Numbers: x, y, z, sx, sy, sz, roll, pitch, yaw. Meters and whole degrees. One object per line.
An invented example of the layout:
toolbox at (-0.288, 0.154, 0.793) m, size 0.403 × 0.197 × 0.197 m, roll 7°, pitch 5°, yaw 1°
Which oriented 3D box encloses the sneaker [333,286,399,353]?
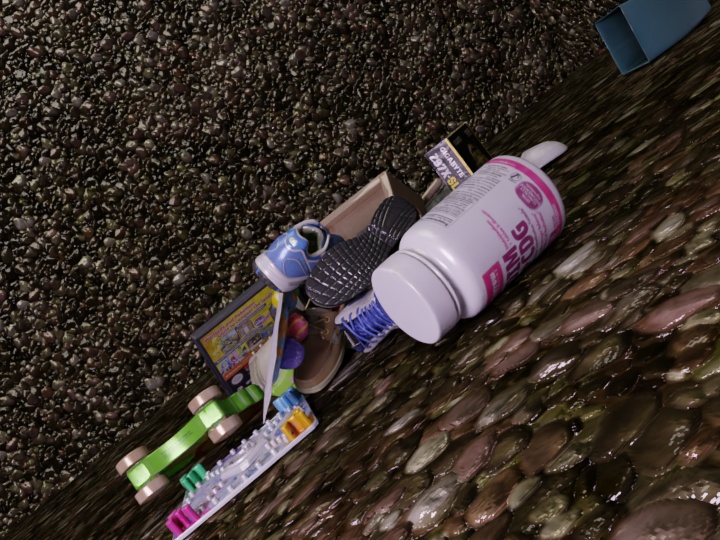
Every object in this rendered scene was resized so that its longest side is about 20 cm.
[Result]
sneaker at (0.028, 0.059, 0.902) m, size 0.115 × 0.081 × 0.199 m, roll -45°, pitch 2°, yaw 0°

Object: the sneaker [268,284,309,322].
sneaker at (-0.086, 0.040, 1.117) m, size 0.090 × 0.067 × 0.200 m, roll -32°, pitch -3°, yaw 21°

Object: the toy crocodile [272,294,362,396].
toy crocodile at (-0.057, 0.113, 1.034) m, size 0.200 × 0.062 × 0.067 m, roll -40°, pitch 5°, yaw -14°

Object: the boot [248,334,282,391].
boot at (-0.126, 0.107, 1.205) m, size 0.155 × 0.072 × 0.201 m, roll -47°, pitch 27°, yaw 33°

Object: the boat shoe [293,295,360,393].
boat shoe at (-0.056, 0.074, 0.982) m, size 0.074 × 0.067 × 0.201 m, roll -4°, pitch 48°, yaw 22°

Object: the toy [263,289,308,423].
toy at (-0.093, 0.084, 0.904) m, size 0.200 × 0.047 × 0.116 m, roll -98°, pitch 17°, yaw -53°

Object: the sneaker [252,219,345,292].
sneaker at (-0.058, -0.024, 0.923) m, size 0.077 × 0.076 × 0.200 m, roll -48°, pitch -9°, yaw 22°

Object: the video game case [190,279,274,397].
video game case at (-0.178, 0.120, 1.242) m, size 0.200 × 0.181 × 0.025 m, roll -40°, pitch 37°, yaw -24°

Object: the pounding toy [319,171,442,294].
pounding toy at (0.048, -0.056, 1.141) m, size 0.184 × 0.142 × 0.201 m, roll -35°, pitch 49°, yaw 26°

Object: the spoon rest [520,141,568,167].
spoon rest at (0.297, -0.185, 1.322) m, size 0.199 × 0.061 × 0.099 m, roll -25°, pitch 7°, yaw 2°

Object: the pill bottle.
pill bottle at (0.113, -0.022, 0.740) m, size 0.200 × 0.114 × 0.113 m, roll -40°, pitch 5°, yaw -22°

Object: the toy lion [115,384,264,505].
toy lion at (-0.224, 0.236, 1.006) m, size 0.200 × 0.069 × 0.192 m, roll -40°, pitch -12°, yaw -3°

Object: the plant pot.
plant pot at (0.681, -0.574, 1.613) m, size 0.199 × 0.142 × 0.141 m, roll -31°, pitch 5°, yaw -1°

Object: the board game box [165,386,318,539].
board game box at (-0.145, 0.225, 0.860) m, size 0.200 × 0.026 × 0.200 m, roll -39°, pitch 5°, yaw -8°

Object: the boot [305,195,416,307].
boot at (0.000, 0.000, 0.935) m, size 0.200 × 0.068 × 0.131 m, roll -46°, pitch -12°, yaw -29°

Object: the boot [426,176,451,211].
boot at (0.132, -0.076, 1.307) m, size 0.200 × 0.072 × 0.182 m, roll -46°, pitch 28°, yaw 13°

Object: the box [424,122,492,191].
box at (0.185, -0.151, 1.128) m, size 0.049 × 0.160 × 0.200 m, roll -35°, pitch 5°, yaw 24°
